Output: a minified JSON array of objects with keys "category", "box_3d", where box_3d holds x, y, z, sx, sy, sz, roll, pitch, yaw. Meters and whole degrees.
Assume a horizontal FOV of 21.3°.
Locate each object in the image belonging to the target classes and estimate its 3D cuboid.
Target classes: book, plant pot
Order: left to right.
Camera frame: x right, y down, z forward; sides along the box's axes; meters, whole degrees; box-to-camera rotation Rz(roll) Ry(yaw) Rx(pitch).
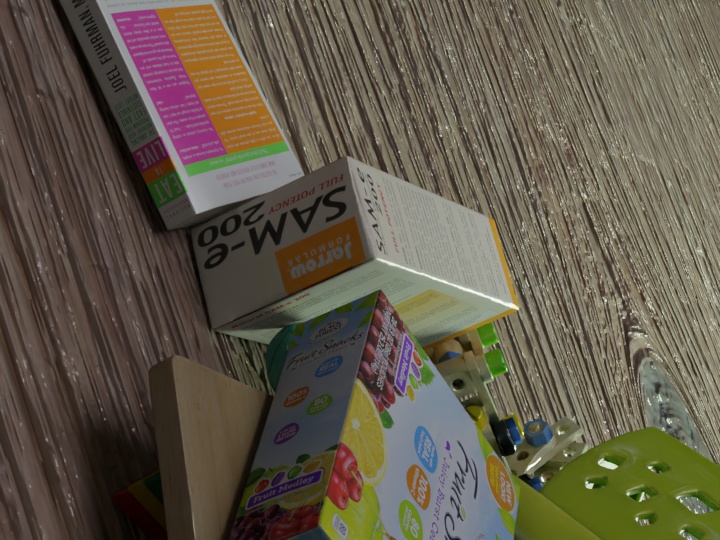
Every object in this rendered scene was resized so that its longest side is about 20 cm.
[{"category":"book","box_3d":[-0.123,-0.129,1.224,0.134,0.048,0.201,-18,82,-64]},{"category":"plant pot","box_3d":[0.165,0.234,1.197,0.181,0.201,0.199,-3,27,-41]}]

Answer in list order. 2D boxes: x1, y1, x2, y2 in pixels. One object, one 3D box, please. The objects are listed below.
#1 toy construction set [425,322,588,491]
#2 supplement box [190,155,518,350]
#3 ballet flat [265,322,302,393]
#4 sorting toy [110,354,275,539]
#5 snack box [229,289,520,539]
[{"category":"toy construction set","box_3d":[0.090,0.108,1.383,0.200,0.092,0.131,49,14,-33]},{"category":"supplement box","box_3d":[0.000,0.000,1.250,0.200,0.126,0.074,19,52,-58]},{"category":"ballet flat","box_3d":[0.005,0.123,1.199,0.201,0.067,0.070,61,-18,-15]},{"category":"sorting toy","box_3d":[-0.057,0.173,1.052,0.199,0.069,0.201,29,44,-51]},{"category":"snack box","box_3d":[0.014,0.138,1.059,0.169,0.067,0.200,55,29,-25]}]
